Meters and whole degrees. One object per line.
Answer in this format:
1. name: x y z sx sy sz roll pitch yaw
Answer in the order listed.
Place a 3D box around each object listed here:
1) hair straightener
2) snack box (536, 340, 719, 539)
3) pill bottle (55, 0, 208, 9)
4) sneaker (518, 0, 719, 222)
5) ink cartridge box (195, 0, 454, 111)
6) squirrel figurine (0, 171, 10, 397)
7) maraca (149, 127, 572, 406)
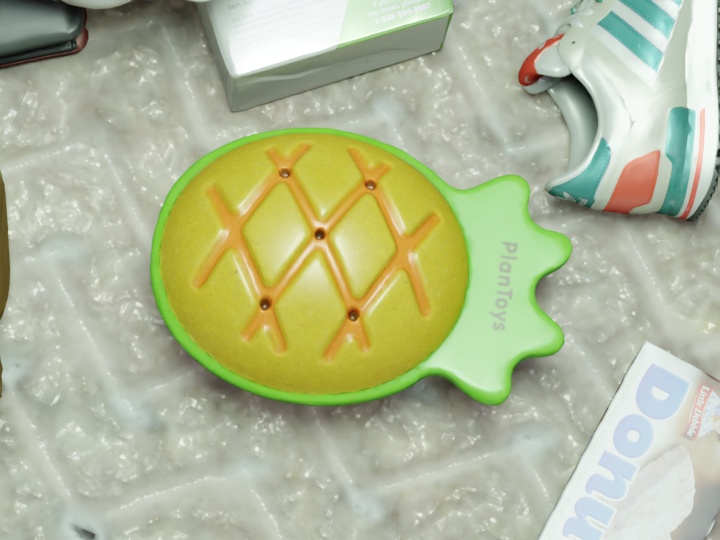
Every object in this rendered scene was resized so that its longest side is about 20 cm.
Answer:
1. hair straightener: -0.232 -0.115 1.402 0.200 0.077 0.041 -7 84 -5
2. snack box: 0.121 0.138 1.391 0.072 0.024 0.200 28 78 5
3. pill bottle: -0.149 -0.186 1.368 0.200 0.111 0.111 16 75 29
4. sneaker: 0.126 -0.123 1.425 0.093 0.070 0.200 1 80 -9
5. ink cartridge box: -0.040 -0.194 1.435 0.117 0.067 0.200 -17 80 -5
6. squirrel figurine: -0.264 0.016 1.346 0.187 0.142 0.200 -7 75 2
7. maraca: 0.000 0.000 1.373 0.200 0.107 0.137 7 76 -2
